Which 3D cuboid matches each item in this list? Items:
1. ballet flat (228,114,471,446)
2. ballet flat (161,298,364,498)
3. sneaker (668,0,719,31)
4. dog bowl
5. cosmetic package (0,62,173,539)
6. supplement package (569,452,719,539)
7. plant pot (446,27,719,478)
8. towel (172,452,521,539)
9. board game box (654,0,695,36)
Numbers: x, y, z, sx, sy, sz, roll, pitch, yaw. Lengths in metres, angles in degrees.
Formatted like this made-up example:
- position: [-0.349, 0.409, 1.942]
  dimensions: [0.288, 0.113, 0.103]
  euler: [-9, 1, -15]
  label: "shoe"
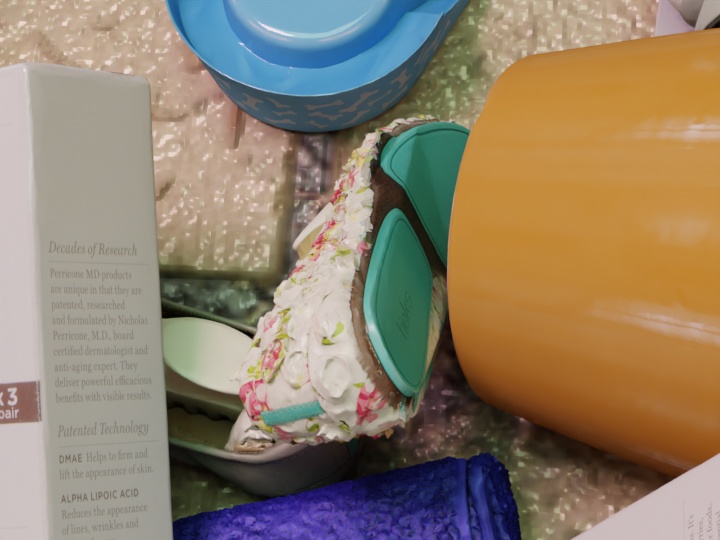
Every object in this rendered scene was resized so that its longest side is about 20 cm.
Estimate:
- position: [0.000, 0.000, 0.894]
  dimensions: [0.064, 0.200, 0.076]
  euler: [-24, 104, 22]
  label: "ballet flat"
- position: [-0.093, 0.026, 0.927]
  dimensions: [0.199, 0.064, 0.068]
  euler: [17, 66, 12]
  label: "ballet flat"
- position: [0.196, -0.155, 0.952]
  dimensions: [0.199, 0.074, 0.089]
  euler: [-21, 66, -7]
  label: "sneaker"
- position: [0.004, -0.140, 1.011]
  dimensions: [0.111, 0.050, 0.200]
  euler: [26, 69, 16]
  label: "dog bowl"
- position: [-0.123, 0.036, 0.862]
  dimensions: [0.101, 0.074, 0.201]
  euler: [-7, 87, 33]
  label: "cosmetic package"
- position: [0.122, 0.139, 0.755]
  dimensions: [0.119, 0.200, 0.122]
  euler: [20, 55, -28]
  label: "supplement package"
- position: [0.136, -0.004, 0.868]
  dimensions: [0.183, 0.200, 0.201]
  euler: [7, 63, 25]
  label: "plant pot"
- position: [0.002, 0.163, 0.860]
  dimensions: [0.147, 0.050, 0.201]
  euler: [-12, 63, -3]
  label: "towel"
- position: [0.189, -0.137, 1.005]
  dimensions: [0.134, 0.034, 0.201]
  euler: [6, 64, 8]
  label: "board game box"
